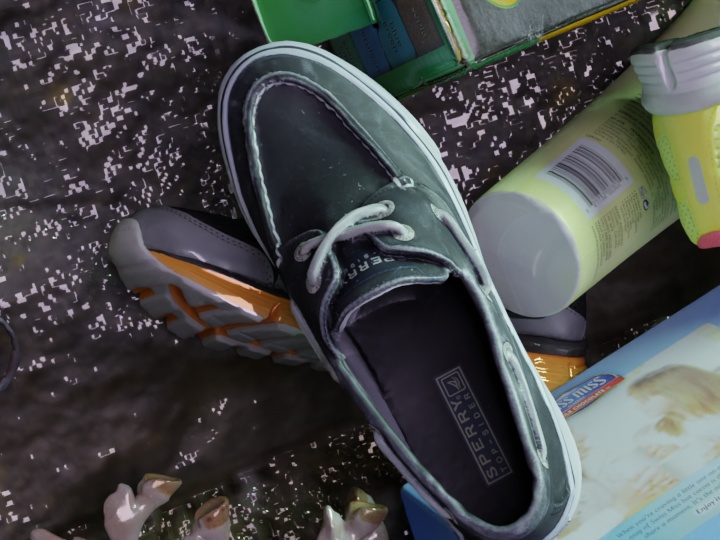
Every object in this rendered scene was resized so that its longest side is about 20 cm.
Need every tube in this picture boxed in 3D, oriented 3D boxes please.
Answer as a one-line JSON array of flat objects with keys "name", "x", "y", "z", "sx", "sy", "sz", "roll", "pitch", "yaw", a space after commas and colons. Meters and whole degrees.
[{"name": "tube", "x": 0.112, "y": -0.046, "z": 0.887, "sx": 0.200, "sy": 0.052, "sz": 0.058, "roll": -38, "pitch": 141, "yaw": -45}]

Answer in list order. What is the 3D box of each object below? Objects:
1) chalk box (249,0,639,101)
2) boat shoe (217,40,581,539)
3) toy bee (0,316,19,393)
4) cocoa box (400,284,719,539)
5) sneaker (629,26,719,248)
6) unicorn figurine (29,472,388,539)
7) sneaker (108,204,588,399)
[{"name": "chalk box", "x": 0.040, "y": -0.141, "z": 0.858, "sx": 0.200, "sy": 0.124, "sz": 0.125, "roll": -23, "pitch": 94, "yaw": -18}, {"name": "boat shoe", "x": 0.008, "y": 0.005, "z": 0.764, "sx": 0.072, "sy": 0.068, "sz": 0.200, "roll": -28, "pitch": 77, "yaw": 7}, {"name": "toy bee", "x": -0.216, "y": 0.055, "z": 0.752, "sx": 0.200, "sy": 0.109, "sz": 0.131, "roll": -24, "pitch": 121, "yaw": -3}, {"name": "cocoa box", "x": 0.140, "y": 0.104, "z": 0.842, "sx": 0.200, "sy": 0.133, "sz": 0.131, "roll": -31, "pitch": 123, "yaw": -20}, {"name": "sneaker", "x": 0.171, "y": -0.039, "z": 0.869, "sx": 0.200, "sy": 0.078, "sz": 0.091, "roll": 1, "pitch": 79, "yaw": -47}, {"name": "unicorn figurine", "x": -0.026, "y": 0.151, "z": 0.845, "sx": 0.199, "sy": 0.074, "sz": 0.138, "roll": 7, "pitch": 93, "yaw": -3}, {"name": "sneaker", "x": 0.000, "y": 0.000, "z": 0.861, "sx": 0.200, "sy": 0.078, "sz": 0.077, "roll": 13, "pitch": 81, "yaw": -27}]
